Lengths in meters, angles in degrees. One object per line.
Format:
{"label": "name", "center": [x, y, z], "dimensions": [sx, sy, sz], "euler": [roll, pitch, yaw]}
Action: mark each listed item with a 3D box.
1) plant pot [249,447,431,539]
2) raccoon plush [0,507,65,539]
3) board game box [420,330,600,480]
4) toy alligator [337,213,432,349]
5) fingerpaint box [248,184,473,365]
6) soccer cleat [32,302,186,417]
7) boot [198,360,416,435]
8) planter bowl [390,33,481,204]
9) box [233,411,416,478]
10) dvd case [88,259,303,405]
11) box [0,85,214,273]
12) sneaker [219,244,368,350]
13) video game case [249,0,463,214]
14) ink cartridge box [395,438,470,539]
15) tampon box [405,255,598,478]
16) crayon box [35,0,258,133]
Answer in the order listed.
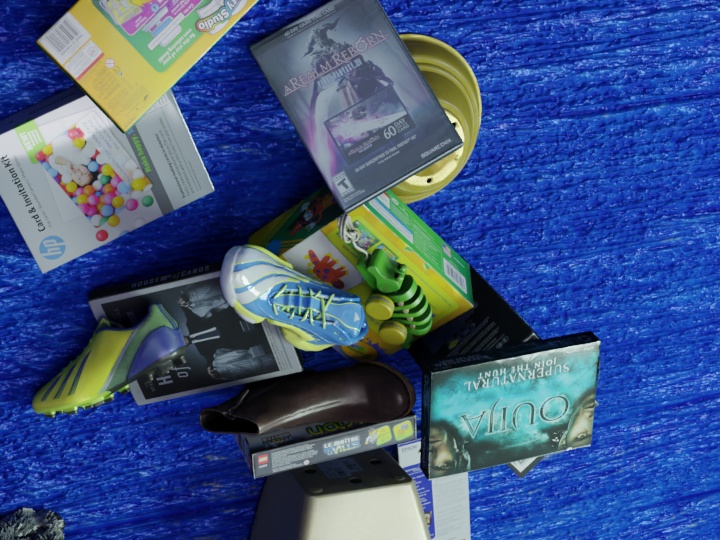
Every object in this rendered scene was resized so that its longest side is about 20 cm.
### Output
{"label": "plant pot", "center": [-0.021, 0.316, 1.555], "dimensions": [0.198, 0.200, 0.179], "euler": [-4, 106, -20]}
{"label": "raccoon plush", "center": [-0.396, 0.345, 1.439], "dimensions": [0.198, 0.134, 0.098], "euler": [-3, 118, -21]}
{"label": "board game box", "center": [0.160, 0.145, 1.390], "dimensions": [0.198, 0.028, 0.137], "euler": [-9, 117, -17]}
{"label": "toy alligator", "center": [0.034, 0.015, 1.343], "dimensions": [0.054, 0.060, 0.201], "euler": [-1, 138, 27]}
{"label": "fingerpaint box", "center": [0.000, 0.000, 1.430], "dimensions": [0.166, 0.074, 0.200], "euler": [-32, 126, 26]}
{"label": "soccer cleat", "center": [-0.276, 0.097, 1.394], "dimensions": [0.199, 0.065, 0.084], "euler": [-25, 88, 21]}
{"label": "boot", "center": [-0.057, 0.153, 1.423], "dimensions": [0.166, 0.199, 0.073], "euler": [-23, 110, -51]}
{"label": "planter bowl", "center": [0.057, -0.146, 1.404], "dimensions": [0.198, 0.084, 0.202], "euler": [-9, 119, -17]}
{"label": "box", "center": [-0.046, 0.176, 1.511], "dimensions": [0.198, 0.110, 0.035], "euler": [-11, 120, -16]}
{"label": "dvd case", "center": [-0.177, 0.066, 1.409], "dimensions": [0.198, 0.025, 0.151], "euler": [-13, 122, 10]}
{"label": "box", "center": [-0.268, -0.109, 1.316], "dimensions": [0.199, 0.041, 0.157], "euler": [-25, 121, -7]}
{"label": "sneaker", "center": [-0.056, 0.026, 1.322], "dimensions": [0.200, 0.104, 0.077], "euler": [36, 58, -56]}
{"label": "video game case", "center": [-0.005, -0.178, 1.327], "dimensions": [0.142, 0.019, 0.201], "euler": [-30, 83, -5]}
{"label": "ink cartridge box", "center": [0.091, 0.286, 1.669], "dimensions": [0.094, 0.037, 0.202], "euler": [-13, 122, -15]}
{"label": "tampon box", "center": [0.151, 0.109, 1.504], "dimensions": [0.126, 0.200, 0.150], "euler": [-44, 122, 4]}
{"label": "crayon box", "center": [-0.198, -0.244, 1.237], "dimensions": [0.200, 0.058, 0.119], "euler": [-45, 106, -3]}
